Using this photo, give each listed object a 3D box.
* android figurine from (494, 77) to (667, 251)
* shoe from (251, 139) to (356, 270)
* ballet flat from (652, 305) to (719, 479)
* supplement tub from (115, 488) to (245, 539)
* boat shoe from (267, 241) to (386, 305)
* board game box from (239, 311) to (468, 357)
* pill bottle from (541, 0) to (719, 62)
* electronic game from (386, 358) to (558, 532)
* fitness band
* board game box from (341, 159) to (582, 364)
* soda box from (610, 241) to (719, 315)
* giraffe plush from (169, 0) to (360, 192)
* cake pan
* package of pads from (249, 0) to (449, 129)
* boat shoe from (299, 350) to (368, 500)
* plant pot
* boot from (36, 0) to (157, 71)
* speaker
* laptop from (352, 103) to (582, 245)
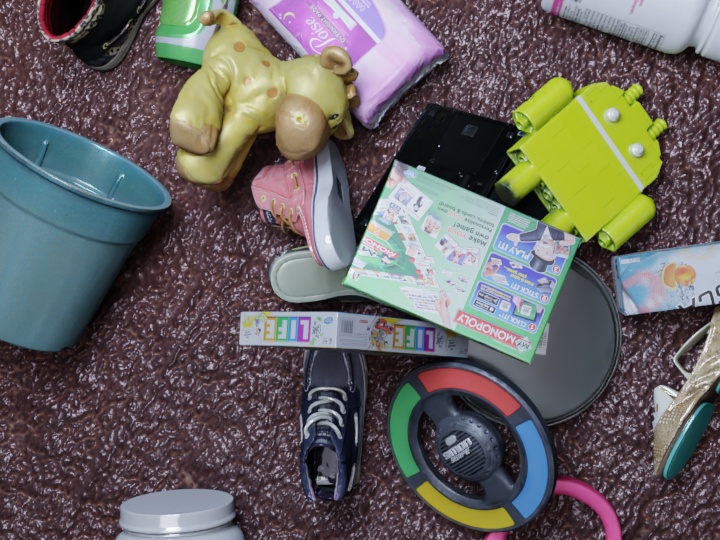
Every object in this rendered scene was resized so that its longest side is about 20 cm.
[{"bbox_3d":[0.235,-0.113,1.194,0.200,0.041,0.182,-39,100,-17],"label":"android figurine"},{"bbox_3d":[-0.061,-0.058,1.210,0.091,0.200,0.072,-20,127,12],"label":"shoe"},{"bbox_3d":[0.351,0.124,1.220,0.065,0.070,0.200,34,94,33],"label":"ballet flat"},{"bbox_3d":[-0.194,0.349,1.253,0.145,0.145,0.200,-2,92,8],"label":"supplement tub"},{"bbox_3d":[0.000,0.000,1.251,0.201,0.061,0.072,1,99,-12],"label":"boat shoe"},{"bbox_3d":[-0.003,0.066,1.168,0.134,0.200,0.034,-2,83,43],"label":"board game box"},{"bbox_3d":[0.296,-0.289,1.179,0.200,0.113,0.114,20,95,6],"label":"pill bottle"},{"bbox_3d":[0.114,0.186,1.217,0.200,0.042,0.200,15,118,30],"label":"electronic game"},{"bbox_3d":[0.201,0.321,1.253,0.143,0.037,0.200,24,94,6],"label":"fitness band"},{"bbox_3d":[0.099,-0.008,1.135,0.200,0.029,0.135,23,86,1],"label":"board game box"},{"bbox_3d":[0.366,0.002,1.201,0.200,0.068,0.064,-8,91,7],"label":"soda box"},{"bbox_3d":[-0.087,-0.170,1.182,0.162,0.173,0.200,13,88,6],"label":"giraffe plush"},{"bbox_3d":[0.183,0.072,1.234,0.200,0.037,0.201,0,91,1],"label":"cake pan"},{"bbox_3d":[-0.013,-0.262,1.241,0.120,0.076,0.200,-43,86,6],"label":"package of pads"},{"bbox_3d":[-0.031,0.154,1.249,0.075,0.093,0.200,-4,92,8],"label":"boat shoe"},{"bbox_3d":[-0.336,-0.032,1.243,0.200,0.200,0.196,29,103,6],"label":"plant pot"},{"bbox_3d":[-0.270,-0.315,1.235,0.073,0.151,0.200,30,96,6],"label":"boot"},{"bbox_3d":[-0.168,-0.322,1.255,0.088,0.088,0.200,12,94,7],"label":"speaker"},{"bbox_3d":[0.125,-0.061,1.225,0.200,0.103,0.177,20,70,33],"label":"laptop"}]
